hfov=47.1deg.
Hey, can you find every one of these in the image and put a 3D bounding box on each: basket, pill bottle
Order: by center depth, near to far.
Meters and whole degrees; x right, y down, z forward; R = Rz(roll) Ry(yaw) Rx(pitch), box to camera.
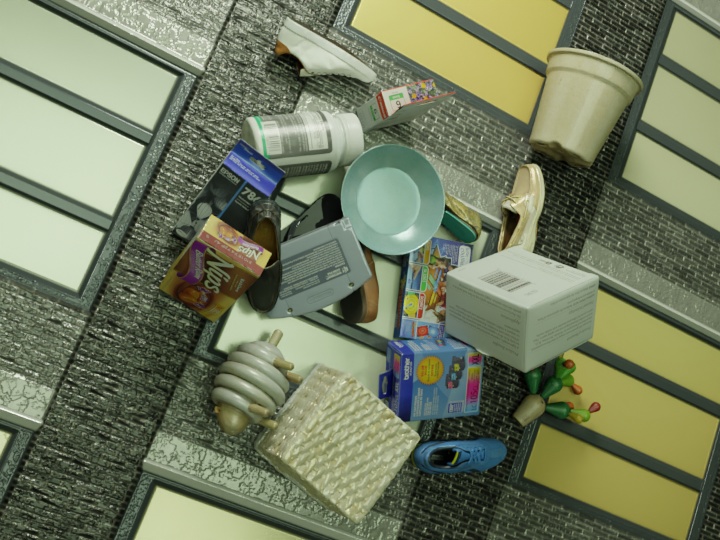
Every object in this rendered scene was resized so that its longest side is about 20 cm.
[{"bbox_3d":[-0.041,0.297,1.428,0.198,0.161,0.200,43,75,-12],"label":"basket"},{"bbox_3d":[-0.103,-0.225,1.474,0.200,0.113,0.113,-8,88,-20],"label":"pill bottle"}]

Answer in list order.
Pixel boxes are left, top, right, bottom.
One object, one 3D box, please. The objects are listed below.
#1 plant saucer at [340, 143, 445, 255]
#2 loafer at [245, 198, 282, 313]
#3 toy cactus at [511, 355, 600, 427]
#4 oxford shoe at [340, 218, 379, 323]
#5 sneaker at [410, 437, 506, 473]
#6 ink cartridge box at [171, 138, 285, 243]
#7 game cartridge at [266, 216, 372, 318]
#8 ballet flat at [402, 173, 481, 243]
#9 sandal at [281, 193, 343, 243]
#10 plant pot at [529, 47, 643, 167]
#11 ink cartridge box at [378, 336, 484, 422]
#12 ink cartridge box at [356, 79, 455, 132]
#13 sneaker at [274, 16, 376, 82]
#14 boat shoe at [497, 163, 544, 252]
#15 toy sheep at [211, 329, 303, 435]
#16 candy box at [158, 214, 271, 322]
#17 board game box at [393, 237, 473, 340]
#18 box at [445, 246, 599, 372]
[{"bbox_3d":[0.056,-0.128,1.505,0.200,0.039,0.202,0,89,-17],"label":"plant saucer"},{"bbox_3d":[-0.166,-0.016,1.384,0.073,0.072,0.201,-2,111,-6],"label":"loafer"},{"bbox_3d":[0.372,0.245,1.623,0.165,0.102,0.200,-43,108,-8],"label":"toy cactus"},{"bbox_3d":[0.000,0.000,1.528,0.071,0.071,0.201,7,79,-49],"label":"oxford shoe"},{"bbox_3d":[0.197,0.351,1.551,0.200,0.078,0.066,2,83,-21],"label":"sneaker"},{"bbox_3d":[-0.225,-0.116,1.407,0.099,0.039,0.200,35,108,-12],"label":"ink cartridge box"},{"bbox_3d":[-0.088,0.003,1.454,0.200,0.042,0.133,-22,104,0],"label":"game cartridge"},{"bbox_3d":[0.155,-0.131,1.589,0.200,0.071,0.071,37,75,-12],"label":"ballet flat"},{"bbox_3d":[-0.104,-0.063,1.495,0.076,0.043,0.200,40,76,-13],"label":"sandal"},{"bbox_3d":[0.430,-0.313,1.645,0.200,0.200,0.184,24,90,-16],"label":"plant pot"},{"bbox_3d":[0.120,0.200,1.520,0.199,0.076,0.137,-2,104,-18],"label":"ink cartridge box"},{"bbox_3d":[0.079,-0.306,1.499,0.109,0.200,0.050,-18,92,-20],"label":"ink cartridge box"},{"bbox_3d":[-0.068,-0.388,1.536,0.200,0.073,0.085,24,108,-22],"label":"sneaker"},{"bbox_3d":[0.312,-0.118,1.633,0.069,0.074,0.201,11,83,-24],"label":"boat shoe"},{"bbox_3d":[-0.179,0.189,1.404,0.138,0.138,0.200,37,61,-13],"label":"toy sheep"},{"bbox_3d":[-0.242,0.001,1.358,0.117,0.200,0.057,34,53,-14],"label":"candy box"},{"bbox_3d":[0.141,0.039,1.579,0.135,0.034,0.201,11,82,-19],"label":"board game box"},{"bbox_3d":[0.292,0.064,1.508,0.200,0.199,0.131,-19,120,-35],"label":"box"}]
